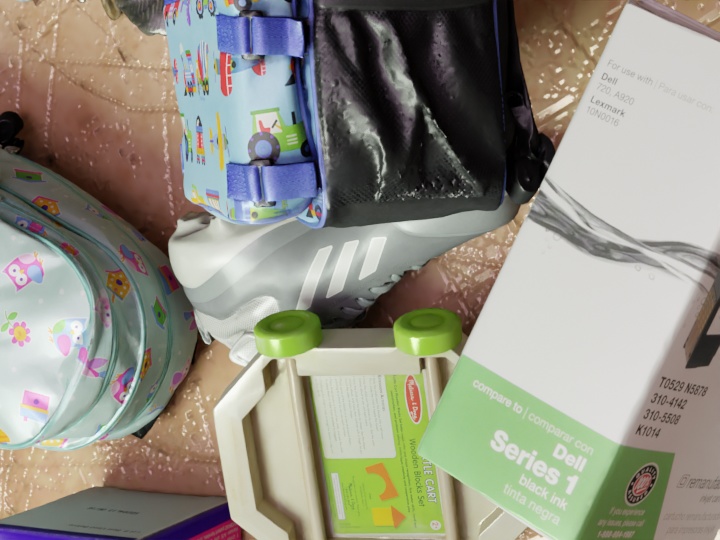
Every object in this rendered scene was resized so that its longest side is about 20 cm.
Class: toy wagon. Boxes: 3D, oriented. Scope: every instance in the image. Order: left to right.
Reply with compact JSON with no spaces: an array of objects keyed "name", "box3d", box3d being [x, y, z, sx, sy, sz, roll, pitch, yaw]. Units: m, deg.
[{"name":"toy wagon","box3d":[0.030,0.092,0.870,0.199,0.040,0.156,-2,114,14]}]

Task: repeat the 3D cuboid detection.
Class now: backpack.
[{"name":"backpack","box3d":[-0.189,0.021,0.960,0.200,0.127,0.167,27,107,21]},{"name":"backpack","box3d":[-0.011,-0.126,0.739,0.183,0.134,0.201,-145,49,-71]}]

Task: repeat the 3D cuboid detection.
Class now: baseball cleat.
[{"name":"baseball cleat","box3d":[0.000,0.000,0.889,0.199,0.070,0.107,-7,110,33]}]

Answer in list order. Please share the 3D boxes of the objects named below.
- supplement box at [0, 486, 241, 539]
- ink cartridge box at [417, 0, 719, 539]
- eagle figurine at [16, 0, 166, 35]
[{"name":"supplement box","box3d":[-0.126,0.228,0.969,0.101,0.103,0.201,1,97,30]},{"name":"ink cartridge box","box3d":[0.128,0.007,0.732,0.084,0.146,0.200,30,101,32]},{"name":"eagle figurine","box3d":[-0.079,-0.186,0.863,0.200,0.152,0.151,11,83,34]}]
